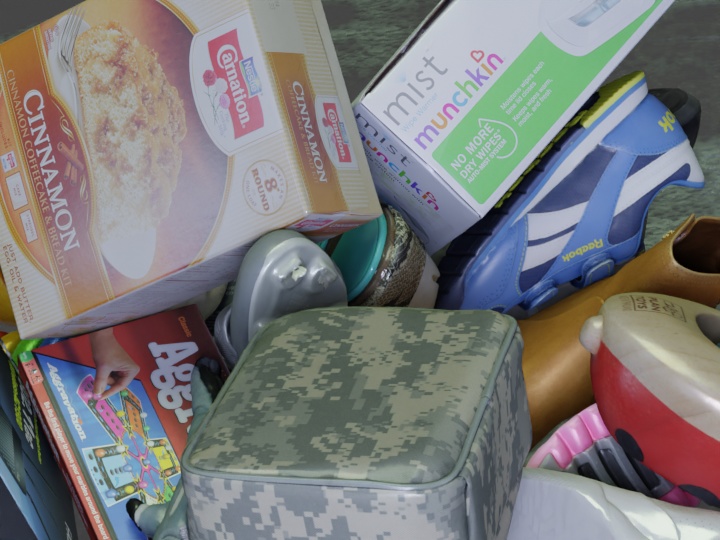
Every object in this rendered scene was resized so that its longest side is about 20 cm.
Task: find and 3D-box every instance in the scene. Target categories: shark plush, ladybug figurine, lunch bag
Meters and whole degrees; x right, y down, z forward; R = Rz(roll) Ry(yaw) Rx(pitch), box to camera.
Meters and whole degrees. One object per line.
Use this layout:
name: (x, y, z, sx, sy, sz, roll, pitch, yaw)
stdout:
shark plush: (-0.086, 0.109, 1.465, 0.083, 0.091, 0.201, -23, 49, 18)
ladybug figurine: (0.191, 0.076, 1.444, 0.199, 0.072, 0.136, 26, 16, -7)
lunch bag: (0.002, 0.128, 1.346, 0.138, 0.169, 0.200, -2, 23, 13)

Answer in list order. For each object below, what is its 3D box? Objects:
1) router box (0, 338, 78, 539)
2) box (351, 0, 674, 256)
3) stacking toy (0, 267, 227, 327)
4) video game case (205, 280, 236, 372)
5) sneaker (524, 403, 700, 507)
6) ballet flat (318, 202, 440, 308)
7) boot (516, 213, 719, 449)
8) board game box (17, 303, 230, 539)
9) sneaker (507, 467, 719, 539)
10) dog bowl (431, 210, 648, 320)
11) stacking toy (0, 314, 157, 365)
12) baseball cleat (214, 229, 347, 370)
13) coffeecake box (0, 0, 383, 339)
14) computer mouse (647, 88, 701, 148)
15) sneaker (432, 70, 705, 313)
router box: (-0.203, 0.091, 1.514, 0.062, 0.150, 0.200, -26, 24, 2)
box: (0.075, -0.115, 1.636, 0.200, 0.097, 0.176, -48, 3, -16)
stacking toy: (-0.188, -0.016, 1.720, 0.199, 0.147, 0.146, -17, 19, 22)
video game case: (-0.065, -0.009, 1.766, 0.142, 0.019, 0.200, 2, 43, 46)
sneaker: (0.141, 0.090, 1.531, 0.199, 0.079, 0.095, -26, 7, -37)
ballet flat: (0.000, 0.000, 1.609, 0.075, 0.068, 0.200, 29, -8, -23)
boot: (0.120, 0.032, 1.565, 0.201, 0.071, 0.144, -24, -15, -43)
board game box: (-0.098, 0.103, 1.527, 0.102, 0.020, 0.200, -15, 48, -17)
sneaker: (0.153, 0.139, 1.408, 0.199, 0.076, 0.088, 19, 25, 34)
dog bowl: (0.075, -0.003, 1.762, 0.198, 0.059, 0.200, -8, 23, 3)
stacking toy: (-0.181, 0.063, 1.681, 0.199, 0.086, 0.085, 3, 25, 36)
baseball cleat: (-0.048, 0.034, 1.545, 0.070, 0.201, 0.106, -36, 54, -18)
coffeecake box: (-0.104, -0.068, 1.551, 0.199, 0.155, 0.073, -23, -11, 32)
computer mouse: (0.126, -0.068, 1.766, 0.138, 0.053, 0.199, -32, 21, -36)
sneaker: (0.108, -0.016, 1.628, 0.200, 0.082, 0.074, -46, 12, -2)
